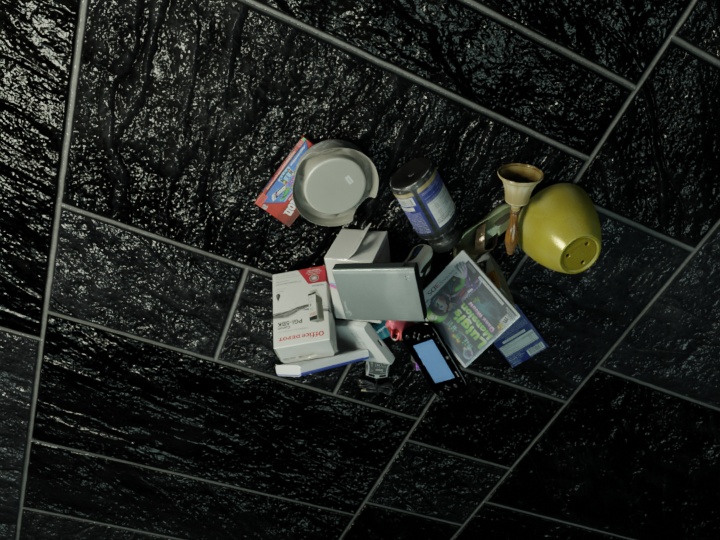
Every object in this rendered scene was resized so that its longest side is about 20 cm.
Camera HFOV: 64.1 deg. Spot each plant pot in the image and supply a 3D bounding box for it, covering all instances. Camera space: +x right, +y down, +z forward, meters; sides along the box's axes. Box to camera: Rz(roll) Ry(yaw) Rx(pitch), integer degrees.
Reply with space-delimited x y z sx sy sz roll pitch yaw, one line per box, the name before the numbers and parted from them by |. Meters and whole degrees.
plant pot | 0.477 -0.077 1.336 0.192 0.144 0.205 -5 126 -7

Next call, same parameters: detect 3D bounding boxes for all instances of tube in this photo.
tube | 0.058 0.156 1.553 0.195 0.051 0.078 -26 130 8

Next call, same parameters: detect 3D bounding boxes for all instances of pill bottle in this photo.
pill bottle | 0.156 -0.144 1.309 0.109 0.113 0.202 -26 122 15

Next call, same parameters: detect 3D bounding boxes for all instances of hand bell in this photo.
hand bell | 0.357 -0.130 1.328 0.100 0.105 0.206 -3 123 -1

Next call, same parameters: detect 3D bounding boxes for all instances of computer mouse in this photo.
computer mouse | 0.051 0.274 1.633 0.105 0.045 0.205 6 130 -1

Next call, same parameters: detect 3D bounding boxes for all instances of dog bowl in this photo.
dog bowl | -0.059 -0.197 1.274 0.193 0.060 0.204 -9 134 -9

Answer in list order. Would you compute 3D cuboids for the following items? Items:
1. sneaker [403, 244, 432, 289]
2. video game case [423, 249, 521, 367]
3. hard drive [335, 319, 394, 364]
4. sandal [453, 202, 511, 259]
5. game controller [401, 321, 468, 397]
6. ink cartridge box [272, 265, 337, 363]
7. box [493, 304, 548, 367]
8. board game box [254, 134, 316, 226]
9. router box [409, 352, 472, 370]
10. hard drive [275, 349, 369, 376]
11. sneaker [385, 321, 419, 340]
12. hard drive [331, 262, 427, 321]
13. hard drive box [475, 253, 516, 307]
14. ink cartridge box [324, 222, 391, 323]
sneaker | 0.121 0.035 1.386 0.071 0.199 0.115 16 131 33
video game case | 0.244 0.090 1.346 0.182 0.023 0.201 -45 77 18
hard drive | -0.016 0.178 1.457 0.197 0.027 0.133 -2 132 50
sandal | 0.302 -0.083 1.388 0.079 0.058 0.200 35 114 -29
game controller | 0.178 0.213 1.376 0.103 0.042 0.203 -21 105 49
ink cartridge box | -0.137 0.105 1.402 0.141 0.206 0.084 -10 148 4
box | 0.420 0.173 1.584 0.119 0.033 0.200 -33 121 18
board game box | -0.146 -0.200 1.313 0.101 0.020 0.200 31 117 -23
router box | 0.208 0.226 1.520 0.143 0.200 0.053 -6 85 0
hard drive | -0.093 0.225 1.406 0.195 0.026 0.130 -8 177 -35
sneaker | 0.099 0.141 1.451 0.072 0.089 0.201 16 160 27
hard drive | 0.043 0.048 1.283 0.193 0.033 0.143 0 124 23
hard drive box | 0.270 0.072 1.434 0.198 0.158 0.077 -36 119 20
ink cartridge box | 0.000 0.000 1.373 0.121 0.130 0.205 4 126 19
